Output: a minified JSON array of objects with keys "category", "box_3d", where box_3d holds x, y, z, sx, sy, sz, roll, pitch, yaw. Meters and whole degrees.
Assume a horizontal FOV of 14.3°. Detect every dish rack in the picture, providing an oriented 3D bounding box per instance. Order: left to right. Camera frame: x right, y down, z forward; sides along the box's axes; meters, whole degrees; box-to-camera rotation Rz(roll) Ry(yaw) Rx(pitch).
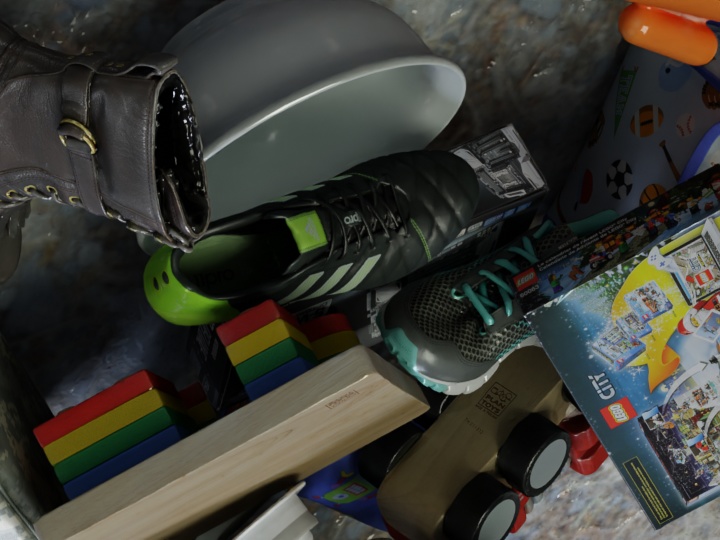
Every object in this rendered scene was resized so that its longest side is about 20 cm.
[{"category":"dish rack","box_3d":[-0.091,0.200,1.707,0.172,0.044,0.200,-40,176,-10]}]

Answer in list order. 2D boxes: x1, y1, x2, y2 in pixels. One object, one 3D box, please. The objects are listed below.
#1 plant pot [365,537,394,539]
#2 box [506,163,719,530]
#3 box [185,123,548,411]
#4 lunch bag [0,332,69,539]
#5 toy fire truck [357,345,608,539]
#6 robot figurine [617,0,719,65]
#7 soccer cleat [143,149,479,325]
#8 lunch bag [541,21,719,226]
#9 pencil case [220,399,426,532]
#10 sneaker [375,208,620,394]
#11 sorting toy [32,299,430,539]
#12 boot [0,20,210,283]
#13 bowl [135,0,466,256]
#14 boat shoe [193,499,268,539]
[{"category":"plant pot","box_3d":[0.004,0.223,1.697,0.201,0.093,0.201,-29,157,-14]},{"category":"box","box_3d":[0.187,0.047,1.645,0.137,0.038,0.200,-28,128,6]},{"category":"box","box_3d":[0.000,0.000,1.688,0.200,0.050,0.158,-23,162,-18]},{"category":"lunch bag","box_3d":[-0.249,0.138,1.616,0.168,0.139,0.200,-20,137,6]},{"category":"toy fire truck","box_3d":[0.110,0.139,1.802,0.176,0.129,0.200,-48,150,-18]},{"category":"robot figurine","box_3d":[0.202,-0.204,1.651,0.200,0.144,0.117,8,159,-38]},{"category":"soccer cleat","box_3d":[-0.020,-0.018,1.558,0.200,0.068,0.081,-20,175,-16]},{"category":"lunch bag","box_3d":[0.220,-0.039,1.741,0.124,0.200,0.170,2,125,-36]},{"category":"pencil case","box_3d":[0.004,0.116,1.811,0.087,0.078,0.200,-28,145,31]},{"category":"sneaker","box_3d":[0.089,0.008,1.661,0.200,0.078,0.091,-22,156,-49]},{"category":"sorting toy","box_3d":[-0.077,0.085,1.597,0.200,0.070,0.199,-29,168,5]},{"category":"boot","box_3d":[-0.154,-0.045,1.491,0.069,0.174,0.200,-44,145,-38]},{"category":"bowl","box_3d":[-0.050,-0.094,1.565,0.201,0.090,0.201,-26,165,-8]},{"category":"boat shoe","box_3d":[-0.129,0.164,1.768,0.074,0.066,0.199,-36,173,-43]}]
